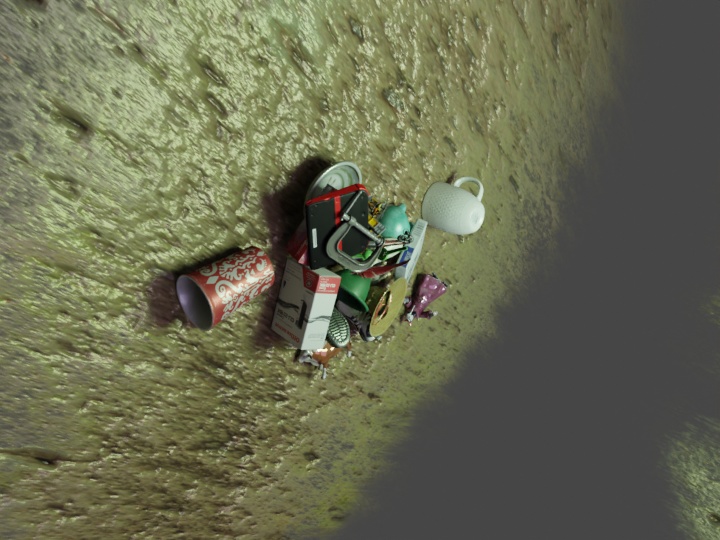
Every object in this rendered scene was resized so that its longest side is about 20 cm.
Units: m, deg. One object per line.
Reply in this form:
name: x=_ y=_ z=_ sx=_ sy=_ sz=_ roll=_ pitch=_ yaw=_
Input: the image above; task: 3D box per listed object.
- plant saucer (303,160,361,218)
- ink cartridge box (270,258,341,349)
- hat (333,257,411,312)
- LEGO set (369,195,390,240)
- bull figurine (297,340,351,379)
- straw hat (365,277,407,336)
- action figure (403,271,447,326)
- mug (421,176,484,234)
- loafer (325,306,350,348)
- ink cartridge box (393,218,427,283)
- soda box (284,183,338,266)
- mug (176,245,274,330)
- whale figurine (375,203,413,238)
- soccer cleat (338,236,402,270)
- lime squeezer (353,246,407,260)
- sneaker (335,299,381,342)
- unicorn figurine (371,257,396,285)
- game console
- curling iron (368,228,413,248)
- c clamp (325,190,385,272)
plant saucer: x=-0.082 y=-0.202 z=1.579 sx=0.198 sy=0.050 sz=0.203 roll=-35 pitch=147 yaw=-26
ink cartridge box: x=-0.146 y=0.088 z=1.595 sx=0.082 sy=0.143 sz=0.205 roll=3 pitch=107 yaw=-46
hat: x=0.000 y=0.000 z=1.683 sx=0.178 sy=0.198 sz=0.166 roll=-58 pitch=-177 yaw=-14
LEGO set: x=0.007 y=-0.112 z=1.642 sx=0.153 sy=0.115 sz=0.202 roll=-41 pitch=165 yaw=-33
bull figurine: x=-0.099 y=0.240 z=1.796 sx=0.198 sy=0.064 sz=0.124 roll=-32 pitch=135 yaw=-33
straw hat: x=0.051 y=0.088 z=1.763 sx=0.201 sy=0.084 sz=0.204 roll=-47 pitch=153 yaw=-33
action figure: x=0.205 y=0.099 z=2.087 sx=0.202 sy=0.133 sz=0.149 roll=-53 pitch=-176 yaw=3
mug: x=0.321 y=-0.216 z=1.972 sx=0.203 sy=0.173 sz=0.148 roll=-58 pitch=141 yaw=-10
loafer: x=-0.092 y=0.139 z=1.659 sx=0.074 sy=0.202 sz=0.071 roll=-9 pitch=139 yaw=-30
ink cartridge box: x=0.148 y=-0.022 z=1.879 sx=0.202 sy=0.040 sz=0.202 roll=96 pitch=17 yaw=-54
soda box: x=-0.104 y=-0.112 z=1.534 sx=0.202 sy=0.063 sz=0.070 roll=-56 pitch=150 yaw=8
mug: x=-0.317 y=0.037 z=1.413 sx=0.199 sy=0.176 sz=0.136 roll=-33 pitch=95 yaw=-40
whale figurine: x=0.115 y=-0.121 z=1.834 sx=0.198 sy=0.102 sz=0.163 roll=16 pitch=96 yaw=-55
soccer cleat: x=0.032 y=-0.040 z=1.731 sx=0.194 sy=0.078 sz=0.071 roll=-13 pitch=129 yaw=-8
lime squeezer: x=0.035 y=-0.042 z=1.668 sx=0.071 sy=0.194 sz=0.039 roll=-42 pitch=127 yaw=-78
sneaker: x=0.008 y=0.147 z=1.814 sx=0.079 sy=0.129 sz=0.201 roll=-39 pitch=140 yaw=-9
unicorn figurine: x=0.032 y=0.013 z=1.803 sx=0.136 sy=0.075 sz=0.199 roll=-32 pitch=167 yaw=25
game console: x=-0.056 y=-0.108 z=1.507 sx=0.173 sy=0.031 sz=0.204 roll=-19 pitch=131 yaw=-21
curling iron: x=0.052 y=-0.081 z=1.628 sx=0.194 sy=0.026 sz=0.050 roll=-7 pitch=132 yaw=-16
c clamp: x=-0.003 y=-0.080 z=1.524 sx=0.171 sy=0.027 sz=0.199 roll=-46 pitch=136 yaw=4
